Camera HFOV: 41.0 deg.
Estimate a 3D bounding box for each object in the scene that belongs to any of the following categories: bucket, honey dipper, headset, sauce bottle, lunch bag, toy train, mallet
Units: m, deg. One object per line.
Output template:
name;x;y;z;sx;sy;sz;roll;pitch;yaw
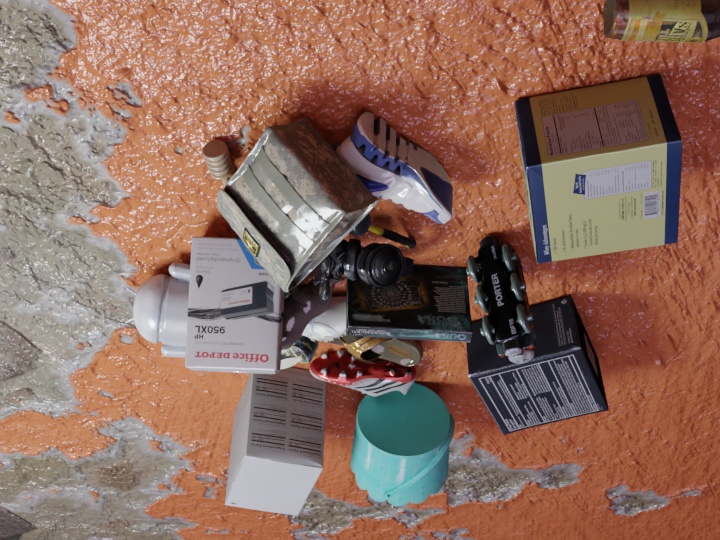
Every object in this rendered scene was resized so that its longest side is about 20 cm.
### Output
bucket;0.078;0.318;1.804;0.205;0.208;0.136;2;133;-2
honey dipper;-0.194;-0.111;1.434;0.038;0.038;0.201;-4;142;5
headset;0.000;0.000;1.458;0.122;0.095;0.199;10;-176;30
sauce bottle;0.400;-0.312;1.178;0.197;0.067;0.066;1;139;1
lunch bag;-0.104;-0.083;1.340;0.164;0.117;0.200;49;124;9
toy train;0.227;0.047;1.499;0.085;0.202;0.114;-20;150;19
mallet;0.032;-0.058;1.439;0.066;0.042;0.199;16;179;44

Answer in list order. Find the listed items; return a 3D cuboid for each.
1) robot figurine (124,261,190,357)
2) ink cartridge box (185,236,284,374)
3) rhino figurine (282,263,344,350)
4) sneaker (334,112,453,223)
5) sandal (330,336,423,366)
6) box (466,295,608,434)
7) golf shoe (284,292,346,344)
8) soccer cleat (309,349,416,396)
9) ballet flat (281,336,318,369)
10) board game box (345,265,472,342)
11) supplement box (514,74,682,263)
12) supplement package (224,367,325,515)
robot figurine;-0.284;0.067;1.576;0.198;0.113;0.171;6;111;-8
ink cartridge box;-0.191;0.055;1.486;0.143;0.203;0.084;2;173;-2
rhino figurine;-0.095;0.044;1.552;0.200;0.087;0.060;-47;166;9
sneaker;0.035;-0.133;1.383;0.199;0.081;0.115;36;132;-26
sandal;0.019;0.133;1.693;0.198;0.054;0.081;21;135;-13
box;0.306;0.168;1.683;0.196;0.124;0.201;-17;135;17
golf shoe;-0.088;0.069;1.611;0.198;0.079;0.098;-14;130;12
soccer cleat;0.004;0.195;1.760;0.198;0.069;0.086;2;135;-9
ballet flat;-0.172;0.144;1.691;0.198;0.075;0.075;-8;139;15
board game box;0.076;0.049;1.539;0.198;0.136;0.028;4;140;-3
supplement box;0.326;-0.135;1.327;0.197;0.135;0.201;-8;138;9
supplement package;-0.157;0.314;1.793;0.145;0.201;0.192;12;138;-13
